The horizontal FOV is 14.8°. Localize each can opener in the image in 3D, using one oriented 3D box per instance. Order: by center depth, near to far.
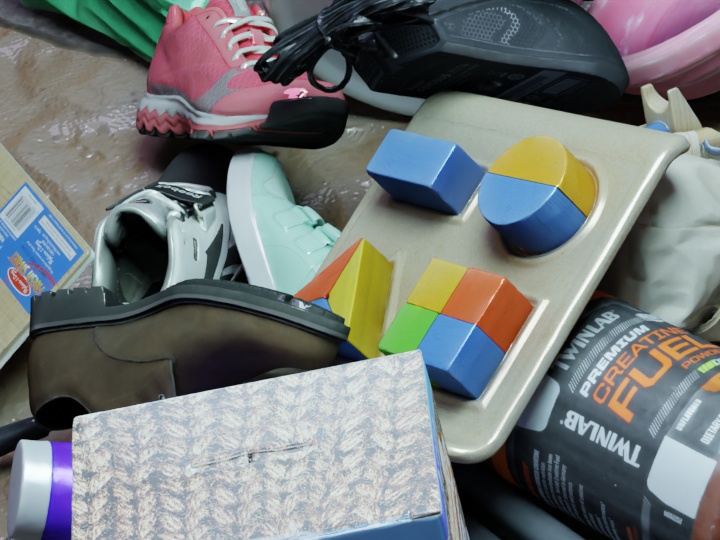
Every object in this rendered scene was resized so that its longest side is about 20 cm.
[{"bbox_3d":[0.098,0.142,1.300,0.053,0.067,0.200,-35,45,-22],"label":"can opener"}]

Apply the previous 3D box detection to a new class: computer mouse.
[{"bbox_3d":[0.056,-0.125,1.445,0.138,0.199,0.053,-23,64,51],"label":"computer mouse"}]

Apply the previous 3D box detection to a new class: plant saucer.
[{"bbox_3d":[0.213,-0.165,1.562,0.200,0.051,0.201,-36,20,15],"label":"plant saucer"}]

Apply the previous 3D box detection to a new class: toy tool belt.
[{"bbox_3d":[0.147,-0.033,1.453,0.122,0.126,0.200,-15,21,-29],"label":"toy tool belt"}]

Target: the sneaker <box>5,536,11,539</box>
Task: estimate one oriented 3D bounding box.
[{"bbox_3d":[-0.110,0.143,1.357,0.093,0.071,0.200,9,43,32],"label":"sneaker"}]

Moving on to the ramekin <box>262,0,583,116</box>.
[{"bbox_3d":[0.033,-0.171,1.572,0.201,0.203,0.095,6,57,22],"label":"ramekin"}]

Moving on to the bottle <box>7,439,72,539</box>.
[{"bbox_3d":[-0.066,0.114,1.312,0.198,0.065,0.084,6,60,-14],"label":"bottle"}]

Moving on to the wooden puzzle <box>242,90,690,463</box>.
[{"bbox_3d":[0.042,-0.010,1.354,0.185,0.046,0.201,15,64,51],"label":"wooden puzzle"}]

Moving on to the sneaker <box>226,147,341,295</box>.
[{"bbox_3d":[0.000,0.000,1.477,0.117,0.074,0.201,-21,51,2],"label":"sneaker"}]

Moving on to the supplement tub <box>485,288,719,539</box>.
[{"bbox_3d":[0.128,0.074,1.335,0.199,0.107,0.107,26,55,35],"label":"supplement tub"}]

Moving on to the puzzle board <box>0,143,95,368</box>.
[{"bbox_3d":[-0.236,0.001,1.546,0.151,0.017,0.200,-48,43,2],"label":"puzzle board"}]

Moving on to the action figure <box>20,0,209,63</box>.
[{"bbox_3d":[-0.135,-0.172,1.702,0.055,0.119,0.200,-29,51,-33],"label":"action figure"}]

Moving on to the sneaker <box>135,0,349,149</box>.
[{"bbox_3d":[-0.072,-0.115,1.558,0.073,0.088,0.200,2,4,-30],"label":"sneaker"}]

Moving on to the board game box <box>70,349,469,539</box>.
[{"bbox_3d":[-0.027,0.152,1.227,0.158,0.201,0.097,-11,42,4],"label":"board game box"}]

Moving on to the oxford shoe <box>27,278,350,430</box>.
[{"bbox_3d":[-0.085,0.051,1.354,0.199,0.072,0.085,-9,68,42],"label":"oxford shoe"}]

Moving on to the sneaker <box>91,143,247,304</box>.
[{"bbox_3d":[-0.104,-0.018,1.521,0.073,0.089,0.201,-3,41,15],"label":"sneaker"}]

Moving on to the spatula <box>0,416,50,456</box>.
[{"bbox_3d":[-0.152,0.082,1.453,0.199,0.057,0.021,-16,58,14],"label":"spatula"}]
